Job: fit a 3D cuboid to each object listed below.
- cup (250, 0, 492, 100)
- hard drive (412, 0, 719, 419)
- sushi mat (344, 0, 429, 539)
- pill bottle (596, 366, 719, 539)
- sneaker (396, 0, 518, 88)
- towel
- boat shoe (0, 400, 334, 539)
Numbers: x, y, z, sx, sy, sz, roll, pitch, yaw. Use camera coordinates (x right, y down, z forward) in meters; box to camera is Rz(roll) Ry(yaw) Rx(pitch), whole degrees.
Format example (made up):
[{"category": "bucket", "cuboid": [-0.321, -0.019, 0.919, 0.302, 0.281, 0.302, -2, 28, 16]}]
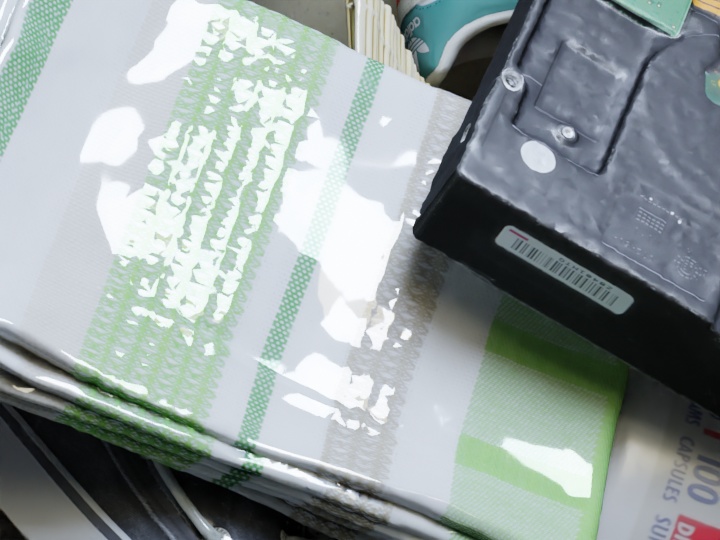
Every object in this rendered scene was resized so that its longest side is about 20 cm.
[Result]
[{"category": "cup", "cuboid": [0.043, -0.140, 1.047, 0.200, 0.143, 0.200, 11, 41, -9]}, {"category": "hard drive", "cuboid": [0.108, -0.050, 0.825, 0.140, 0.038, 0.200, 29, 50, -6]}, {"category": "sushi mat", "cuboid": [0.016, 0.017, 0.837, 0.012, 0.096, 0.200, -12, 58, 18]}, {"category": "pill bottle", "cuboid": [0.147, 0.100, 0.841, 0.200, 0.112, 0.112, 21, 40, -4]}, {"category": "sneaker", "cuboid": [0.105, -0.082, 0.935, 0.199, 0.070, 0.094, 6, 69, -9]}, {"category": "towel", "cuboid": [-0.018, -0.007, 0.771, 0.200, 0.031, 0.149, 23, 55, -8]}, {"category": "boat shoe", "cuboid": [-0.039, 0.076, 0.768, 0.068, 0.072, 0.200, -42, 60, -9]}]
